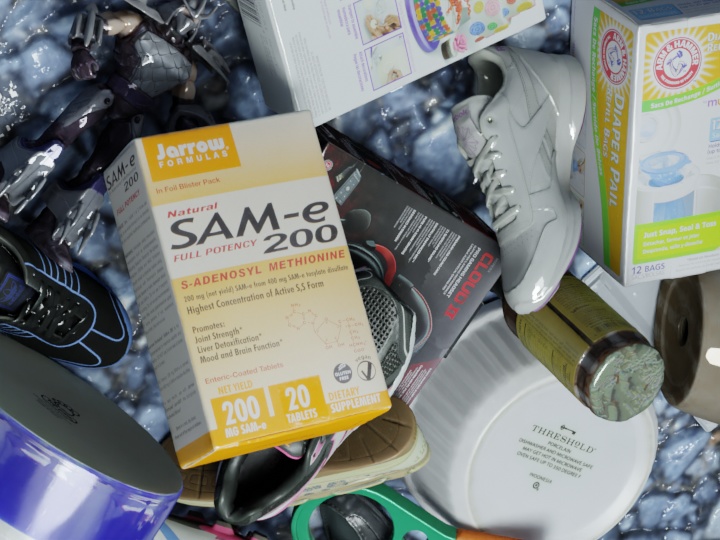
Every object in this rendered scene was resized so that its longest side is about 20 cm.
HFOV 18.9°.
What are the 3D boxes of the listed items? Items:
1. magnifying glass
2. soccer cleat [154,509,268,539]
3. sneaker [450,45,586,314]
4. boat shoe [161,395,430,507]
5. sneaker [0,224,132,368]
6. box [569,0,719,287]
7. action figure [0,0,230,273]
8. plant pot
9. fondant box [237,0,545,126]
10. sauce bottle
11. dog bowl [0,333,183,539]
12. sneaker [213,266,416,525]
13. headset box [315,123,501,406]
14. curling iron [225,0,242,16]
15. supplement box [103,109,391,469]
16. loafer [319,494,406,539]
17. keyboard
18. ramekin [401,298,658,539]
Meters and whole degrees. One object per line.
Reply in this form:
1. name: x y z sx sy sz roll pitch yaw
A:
1. magnifying glass: 0.048 0.195 1.575 0.199 0.022 0.080 11 119 -3
2. soccer cleat: -0.131 0.213 1.548 0.199 0.070 0.087 21 85 -11
3. sneaker: 0.102 -0.065 1.495 0.099 0.201 0.075 15 152 -21
4. boat shoe: -0.050 0.138 1.539 0.199 0.074 0.063 -7 150 16
5. sneaker: -0.225 0.016 1.427 0.200 0.078 0.070 36 98 -32
6. box: 0.217 -0.106 1.546 0.112 0.101 0.201 -9 117 -20
7. action figure: -0.159 -0.103 1.406 0.130 0.069 0.200 37 93 -28
8. plant pot: 0.320 0.052 1.626 0.172 0.200 0.201 3 114 -11
9. fondant box: 0.017 -0.200 1.425 0.199 0.058 0.145 -26 122 -18
10. sauce bottle: 0.142 0.034 1.522 0.064 0.200 0.065 -10 120 -19
11. dog bowl: -0.216 0.119 1.409 0.200 0.200 0.079 31 98 -32
12. sneaker: -0.031 0.095 1.439 0.080 0.086 0.201 30 103 2
13. headset box: 0.000 0.000 1.518 0.199 0.075 0.149 30 100 -32
14. curling iron: -0.083 -0.199 1.415 0.050 0.026 0.200 -39 123 2
15. supplement box: -0.072 0.011 1.361 0.125 0.073 0.201 -12 80 -25
16. loafer: 0.008 0.246 1.642 0.070 0.068 0.201 -38 128 -22
17. keyboard: 0.244 0.051 1.691 0.056 0.011 0.200 -45 123 -4
18. ramekin: 0.131 0.126 1.625 0.201 0.094 0.204 -9 118 -18
